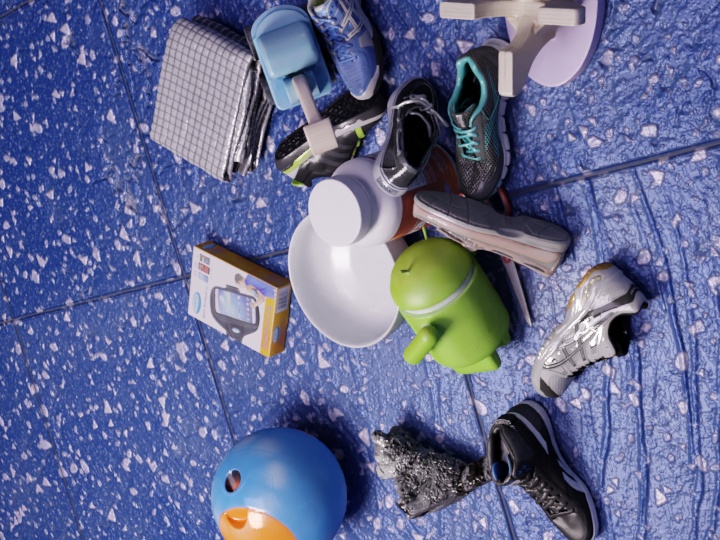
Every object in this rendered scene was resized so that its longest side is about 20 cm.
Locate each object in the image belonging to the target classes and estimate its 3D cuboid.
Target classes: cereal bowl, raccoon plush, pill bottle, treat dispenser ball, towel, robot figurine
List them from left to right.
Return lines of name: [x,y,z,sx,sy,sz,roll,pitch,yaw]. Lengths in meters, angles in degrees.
towel: [-0.205,-0.247,1.880,0.165,0.085,0.201,29,120,28]
treat dispenser ball: [-0.119,0.331,1.920,0.200,0.200,0.203,14,113,36]
cereal bowl: [0.000,0.000,1.784,0.199,0.083,0.202,17,117,37]
pill bottle: [0.029,-0.094,1.651,0.112,0.199,0.113,15,114,36]
raccoon plush: [0.108,0.253,1.805,0.199,0.097,0.135,-26,72,13]
robot figurine: [0.113,0.042,1.655,0.115,0.176,0.200,-8,131,39]

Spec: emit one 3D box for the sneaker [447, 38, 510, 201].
sneaker: [0.136,-0.181,1.598,0.077,0.091,0.202,13,108,35]

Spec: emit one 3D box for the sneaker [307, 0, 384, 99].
sneaker: [-0.030,-0.317,1.704,0.075,0.077,0.202,-20,87,42]

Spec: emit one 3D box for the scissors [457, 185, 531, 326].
scissors: [0.187,-0.029,1.661,0.073,0.014,0.201,-33,86,27]

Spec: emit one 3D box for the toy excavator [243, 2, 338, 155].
toy excavator: [-0.082,-0.248,1.686,0.099,0.200,0.196,-19,98,1]

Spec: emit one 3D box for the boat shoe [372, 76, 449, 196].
boat shoe: [0.067,-0.179,1.607,0.073,0.200,0.068,36,135,-12]

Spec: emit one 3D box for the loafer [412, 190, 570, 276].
loafer: [0.155,-0.041,1.603,0.198,0.072,0.063,16,119,-1]

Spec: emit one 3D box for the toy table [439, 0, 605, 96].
toy table: [0.196,-0.305,1.498,0.183,0.117,0.202,-2,104,41]

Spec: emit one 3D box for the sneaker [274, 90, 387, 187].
sneaker: [-0.028,-0.176,1.778,0.199,0.072,0.083,-27,125,34]

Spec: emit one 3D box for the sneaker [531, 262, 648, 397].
sneaker: [0.278,0.091,1.587,0.088,0.075,0.201,39,126,24]

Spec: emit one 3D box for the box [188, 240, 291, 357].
box: [-0.194,0.038,1.993,0.199,0.041,0.120,24,119,30]

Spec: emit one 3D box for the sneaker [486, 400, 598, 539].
sneaker: [0.221,0.276,1.672,0.073,0.112,0.201,-32,83,43]
